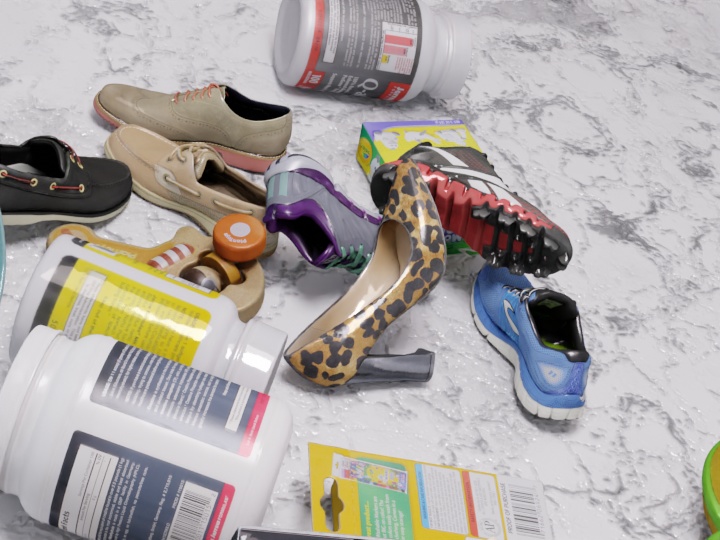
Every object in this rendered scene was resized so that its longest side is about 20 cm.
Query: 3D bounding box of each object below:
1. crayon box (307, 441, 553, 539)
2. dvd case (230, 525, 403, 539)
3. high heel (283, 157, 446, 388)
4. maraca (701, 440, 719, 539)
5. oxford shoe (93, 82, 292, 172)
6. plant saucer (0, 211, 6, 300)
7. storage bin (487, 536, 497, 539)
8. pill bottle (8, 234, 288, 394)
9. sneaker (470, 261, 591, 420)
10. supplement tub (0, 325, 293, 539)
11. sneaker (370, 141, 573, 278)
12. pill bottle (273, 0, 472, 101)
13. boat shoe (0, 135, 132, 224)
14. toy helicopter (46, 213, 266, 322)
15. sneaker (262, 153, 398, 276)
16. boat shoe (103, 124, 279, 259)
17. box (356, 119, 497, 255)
[{"bbox_3d":[0.050,0.208,1.198,0.198,0.052,0.126,12,38,-14],"label":"crayon box"},{"bbox_3d":[-0.007,0.224,1.069,0.198,0.151,0.025,9,54,-16],"label":"dvd case"},{"bbox_3d":[0.000,0.000,1.340,0.142,0.202,0.071,2,-3,-30],"label":"high heel"},{"bbox_3d":[0.344,0.209,1.294,0.136,0.107,0.200,24,37,3],"label":"maraca"},{"bbox_3d":[-0.162,-0.161,1.535,0.198,0.075,0.071,13,38,-11],"label":"oxford shoe"},{"bbox_3d":[-0.349,-0.023,1.209,0.036,0.201,0.200,-6,30,22],"label":"plant saucer"},{"bbox_3d":[0.023,0.290,0.961,0.199,0.200,0.094,-20,49,-41],"label":"storage bin"},{"bbox_3d":[-0.165,0.058,1.229,0.199,0.115,0.115,21,37,1],"label":"pill bottle"},{"bbox_3d":[0.165,0.044,1.424,0.078,0.090,0.200,2,34,-24],"label":"sneaker"},{"bbox_3d":[-0.159,0.130,1.118,0.199,0.141,0.141,20,37,-2],"label":"supplement tub"},{"bbox_3d":[0.113,-0.064,1.442,0.199,0.071,0.098,25,44,15],"label":"sneaker"},{"bbox_3d":[0.014,-0.247,1.694,0.198,0.116,0.116,6,39,-19],"label":"pill bottle"},{"bbox_3d":[-0.271,-0.082,1.374,0.073,0.063,0.201,34,23,29],"label":"boat shoe"},{"bbox_3d":[-0.181,0.006,1.339,0.198,0.079,0.133,14,45,8],"label":"toy helicopter"},{"bbox_3d":[-0.013,-0.016,1.407,0.199,0.074,0.088,34,41,-23],"label":"sneaker"},{"bbox_3d":[-0.153,-0.090,1.459,0.199,0.065,0.071,32,38,14],"label":"boat shoe"},{"bbox_3d":[0.079,-0.081,1.555,0.116,0.049,0.201,-4,39,-19],"label":"box"}]
